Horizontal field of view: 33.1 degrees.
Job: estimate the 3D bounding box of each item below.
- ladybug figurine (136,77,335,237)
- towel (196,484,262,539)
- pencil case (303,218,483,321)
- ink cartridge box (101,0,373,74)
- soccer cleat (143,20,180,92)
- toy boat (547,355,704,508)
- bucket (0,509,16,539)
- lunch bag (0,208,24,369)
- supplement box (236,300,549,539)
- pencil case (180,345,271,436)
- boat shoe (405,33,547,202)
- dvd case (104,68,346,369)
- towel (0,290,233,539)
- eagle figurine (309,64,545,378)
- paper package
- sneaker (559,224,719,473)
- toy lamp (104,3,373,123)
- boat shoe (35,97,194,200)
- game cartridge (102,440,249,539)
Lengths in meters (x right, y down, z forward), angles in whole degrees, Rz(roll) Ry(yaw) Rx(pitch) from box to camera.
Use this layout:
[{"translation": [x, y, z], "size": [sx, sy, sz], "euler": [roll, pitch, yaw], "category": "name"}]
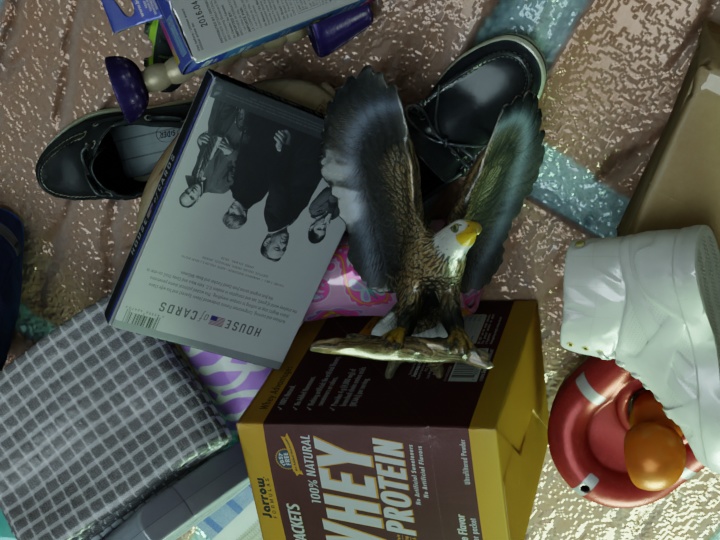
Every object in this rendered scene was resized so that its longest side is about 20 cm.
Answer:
[{"translation": [-0.093, -0.072, 0.942], "size": [0.200, 0.072, 0.136], "euler": [-44, 125, 1], "category": "ladybug figurine"}, {"translation": [-0.063, 0.260, 1.181], "size": [0.200, 0.024, 0.147], "euler": [40, 123, -3], "category": "towel"}, {"translation": [0.000, 0.000, 0.990], "size": [0.198, 0.088, 0.088], "euler": [-3, 116, 20], "category": "pencil case"}, {"translation": [-0.083, -0.223, 0.829], "size": [0.199, 0.076, 0.137], "euler": [-24, 97, -15], "category": "ink cartridge box"}, {"translation": [-0.110, -0.217, 0.922], "size": [0.081, 0.068, 0.201], "euler": [21, 120, -5], "category": "soccer cleat"}, {"translation": [0.230, 0.121, 0.946], "size": [0.130, 0.131, 0.200], "euler": [38, 127, -4], "category": "toy boat"}, {"translation": [-0.306, 0.228, 1.141], "size": [0.134, 0.208, 0.208], "euler": [20, 121, -3], "category": "bucket"}, {"translation": [-0.383, 0.036, 1.103], "size": [0.135, 0.133, 0.201], "euler": [15, 120, -8], "category": "lunch bag"}, {"translation": [0.036, 0.128, 0.976], "size": [0.198, 0.197, 0.134], "euler": [-1, 116, 19], "category": "supplement box"}, {"translation": [-0.117, 0.046, 1.052], "size": [0.085, 0.084, 0.201], "euler": [-20, 112, 13], "category": "pencil case"}, {"translation": [0.063, -0.101, 0.928], "size": [0.200, 0.062, 0.075], "euler": [-39, 99, 28], "category": "boat shoe"}, {"translation": [-0.086, -0.031, 0.906], "size": [0.150, 0.025, 0.201], "euler": [18, 106, -30], "category": "dvd case"}, {"translation": [-0.230, 0.133, 1.019], "size": [0.199, 0.086, 0.166], "euler": [-36, 82, -4], "category": "towel"}, {"translation": [0.053, -0.029, 0.867], "size": [0.150, 0.202, 0.151], "euler": [-11, 158, 36], "category": "eagle figurine"}, {"translation": [0.299, -0.047, 0.857], "size": [0.199, 0.104, 0.192], "euler": [21, 123, 6], "category": "paper package"}, {"translation": [0.204, 0.057, 0.857], "size": [0.115, 0.074, 0.201], "euler": [-1, 122, 32], "category": "sneaker"}, {"translation": [-0.088, -0.168, 0.905], "size": [0.199, 0.058, 0.059], "euler": [-19, 113, -3], "category": "toy lamp"}, {"translation": [-0.198, -0.093, 1.011], "size": [0.198, 0.066, 0.075], "euler": [-7, 113, 20], "category": "boat shoe"}, {"translation": [-0.149, 0.202, 1.052], "size": [0.133, 0.200, 0.041], "euler": [-37, 85, 33], "category": "game cartridge"}]
